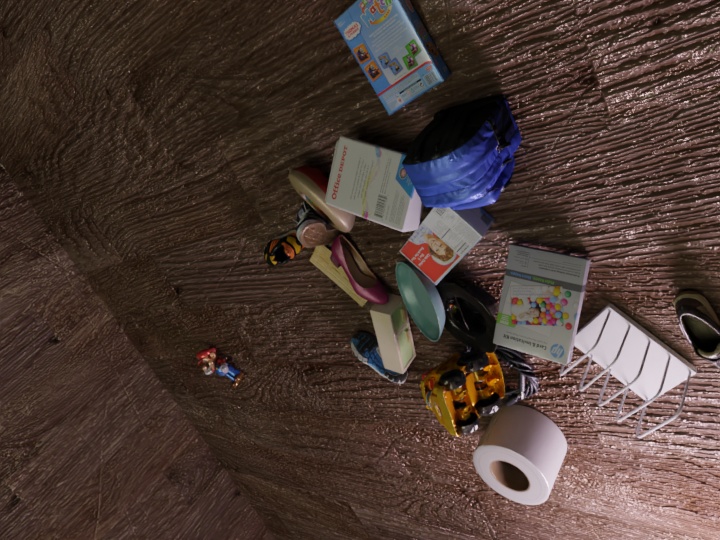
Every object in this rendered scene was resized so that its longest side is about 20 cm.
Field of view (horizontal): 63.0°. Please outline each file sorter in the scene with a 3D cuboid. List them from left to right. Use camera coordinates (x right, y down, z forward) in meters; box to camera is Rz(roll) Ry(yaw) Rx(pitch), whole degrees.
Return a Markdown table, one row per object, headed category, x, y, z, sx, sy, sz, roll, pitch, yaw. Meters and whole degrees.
| category | x | y | z | sx | sy | sz | roll | pitch | yaw |
| --- | --- | --- | --- | --- | --- | --- | --- | --- | --- |
| file sorter | 0.509 | 0.198 | 1.139 | 0.199 | 0.125 | 0.140 | 38 | 141 | 9 |

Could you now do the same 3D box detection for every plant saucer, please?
| category | x | y | z | sx | sy | sz | roll | pitch | yaw |
| --- | --- | --- | --- | --- | --- | --- | --- | --- | --- |
| plant saucer | 0.145 | 0.066 | 1.370 | 0.202 | 0.035 | 0.201 | 59 | 166 | 25 |

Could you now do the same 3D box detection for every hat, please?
| category | x | y | z | sx | sy | sz | roll | pitch | yaw |
| --- | --- | --- | --- | --- | --- | --- | --- | --- | --- |
| hat | 0.254 | 0.088 | 1.308 | 0.200 | 0.080 | 0.203 | 43 | 153 | 28 |

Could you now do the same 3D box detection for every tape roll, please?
| category | x | y | z | sx | sy | sz | roll | pitch | yaw |
| --- | --- | --- | --- | --- | --- | --- | --- | --- | --- |
| tape roll | 0.396 | 0.458 | 1.463 | 0.200 | 0.139 | 0.206 | 24 | 138 | 23 |

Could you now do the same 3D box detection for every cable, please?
| category | x | y | z | sx | sy | sz | roll | pitch | yaw |
| --- | --- | --- | --- | --- | --- | --- | --- | --- | --- |
| cable | 0.328 | 0.234 | 1.395 | 0.201 | 0.051 | 0.163 | 50 | 144 | -4 |

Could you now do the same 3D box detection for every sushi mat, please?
| category | x | y | z | sx | sy | sz | roll | pitch | yaw |
| --- | --- | --- | --- | --- | --- | --- | --- | --- | --- |
| sushi mat | -0.051 | 0.009 | 1.569 | 0.199 | 0.012 | 0.096 | 41 | 140 | 5 |

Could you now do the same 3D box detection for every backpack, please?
| category | x | y | z | sx | sy | sz | roll | pitch | yaw |
| --- | --- | --- | --- | --- | --- | --- | --- | --- | --- |
| backpack | 0.183 | -0.190 | 1.025 | 0.160 | 0.200 | 0.170 | -11 | 117 | 45 |

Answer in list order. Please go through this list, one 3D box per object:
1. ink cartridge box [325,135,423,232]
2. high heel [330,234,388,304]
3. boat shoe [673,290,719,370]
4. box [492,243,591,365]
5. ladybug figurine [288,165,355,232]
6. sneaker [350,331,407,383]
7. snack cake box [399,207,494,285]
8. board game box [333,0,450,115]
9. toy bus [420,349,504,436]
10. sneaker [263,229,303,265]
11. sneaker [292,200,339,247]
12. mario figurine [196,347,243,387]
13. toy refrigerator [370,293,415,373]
| category | x | y | z | sx | sy | sz | roll | pitch | yaw |
| --- | --- | --- | --- | --- | --- | --- | --- | --- | --- |
| ink cartridge box | 0.037 | -0.181 | 1.218 | 0.197 | 0.084 | 0.148 | 22 | 106 | 25 |
| high heel | 0.000 | 0.000 | 1.468 | 0.199 | 0.067 | 0.097 | 39 | 148 | 10 |
| boat shoe | 0.614 | 0.129 | 1.028 | 0.200 | 0.065 | 0.073 | 47 | 140 | -3 |
| box | 0.351 | 0.063 | 1.148 | 0.153 | 0.041 | 0.205 | 15 | 102 | 33 |
| ladybug figurine | -0.084 | -0.175 | 1.366 | 0.199 | 0.072 | 0.136 | 43 | 175 | 0 |
| sneaker | 0.050 | 0.255 | 1.657 | 0.199 | 0.075 | 0.087 | 40 | 168 | 21 |
| snack cake box | 0.178 | -0.072 | 1.244 | 0.115 | 0.067 | 0.201 | 41 | 142 | 2 |
| board game box | 0.056 | -0.409 | 1.077 | 0.150 | 0.037 | 0.202 | -18 | 112 | 48 |
| toy bus | 0.207 | 0.273 | 1.358 | 0.190 | 0.198 | 0.139 | -5 | 108 | 49 |
| sneaker | -0.229 | -0.048 | 1.617 | 0.070 | 0.090 | 0.198 | 52 | 141 | -11 |
| sneaker | -0.129 | -0.115 | 1.408 | 0.108 | 0.199 | 0.071 | 42 | 103 | 13 |
| mario figurine | -0.563 | 0.390 | 2.299 | 0.198 | 0.106 | 0.125 | 34 | 107 | 2 |
| toy refrigerator | 0.090 | 0.165 | 1.531 | 0.069 | 0.076 | 0.204 | 11 | 130 | 34 |
